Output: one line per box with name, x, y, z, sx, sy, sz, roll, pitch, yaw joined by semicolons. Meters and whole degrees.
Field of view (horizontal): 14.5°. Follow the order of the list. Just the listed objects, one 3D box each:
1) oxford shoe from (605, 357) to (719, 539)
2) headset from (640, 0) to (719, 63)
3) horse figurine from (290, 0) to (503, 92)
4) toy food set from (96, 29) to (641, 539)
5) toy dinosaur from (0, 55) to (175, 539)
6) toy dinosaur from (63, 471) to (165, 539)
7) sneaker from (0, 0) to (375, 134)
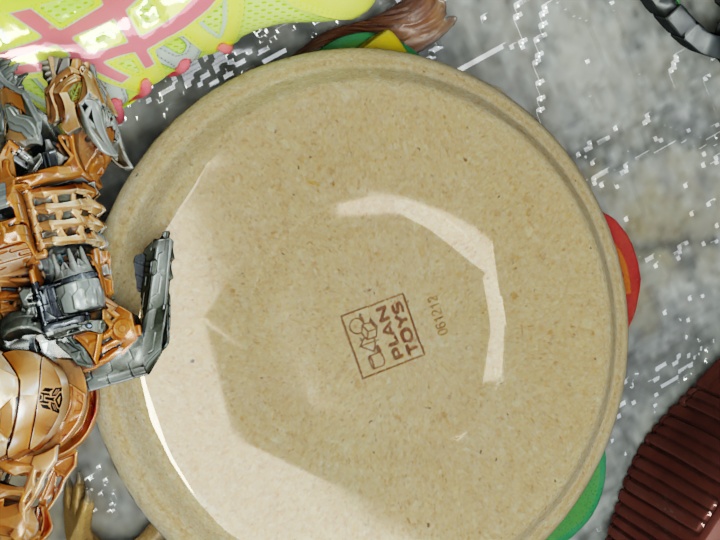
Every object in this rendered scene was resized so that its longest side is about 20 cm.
oxford shoe;0.164;0.068;1.099;0.075;0.070;0.201;29;95;-30
headset;0.181;-0.112;1.065;0.200;0.094;0.124;43;92;-9
horse figurine;0.000;0.000;1.015;0.132;0.050;0.201;-6;90;-14
toy food set;0.003;0.023;0.965;0.198;0.049;0.201;-37;98;-13
toy dinosaur;-0.129;0.031;0.897;0.135;0.102;0.201;6;63;8
toy dinosaur;-0.055;0.116;1.038;0.106;0.060;0.201;5;104;-22
sneaker;-0.089;-0.082;0.965;0.199;0.078;0.091;-5;107;-7
